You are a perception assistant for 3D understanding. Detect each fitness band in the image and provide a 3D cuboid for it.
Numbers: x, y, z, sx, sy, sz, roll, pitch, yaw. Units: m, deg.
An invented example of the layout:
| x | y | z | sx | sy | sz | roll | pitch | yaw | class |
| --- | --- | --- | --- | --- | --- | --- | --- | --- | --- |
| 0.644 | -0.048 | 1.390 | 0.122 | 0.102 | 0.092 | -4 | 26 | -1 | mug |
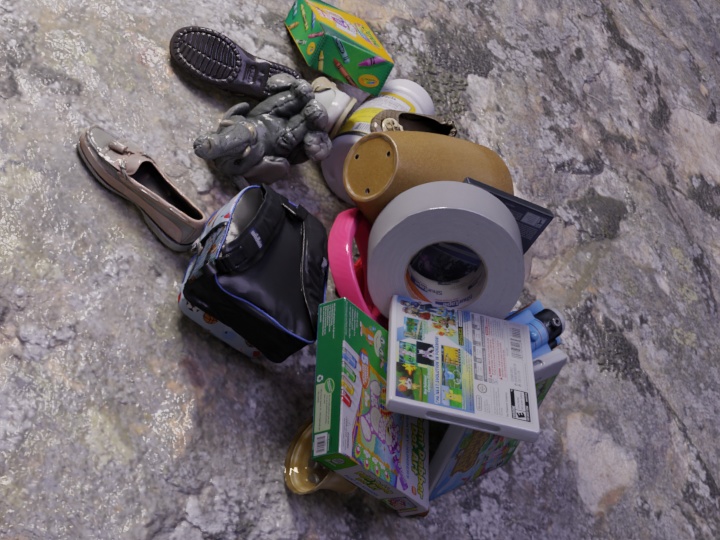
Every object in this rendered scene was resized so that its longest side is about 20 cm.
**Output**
| x | y | z | sx | sy | sz | roll | pitch | yaw | class |
| --- | --- | --- | --- | --- | --- | --- | --- | --- | --- |
| 0.000 | 0.000 | 1.659 | 0.200 | 0.037 | 0.145 | -72 | 147 | -66 | fitness band |

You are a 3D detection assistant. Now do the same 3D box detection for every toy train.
| x | y | z | sx | sy | sz | roll | pitch | yaw | class |
| --- | --- | --- | --- | --- | --- | --- | --- | --- | --- |
| 0.188 | 0.105 | 1.676 | 0.199 | 0.114 | 0.087 | -26 | 90 | -32 | toy train |

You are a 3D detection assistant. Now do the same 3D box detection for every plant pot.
| x | y | z | sx | sy | sz | roll | pitch | yaw | class |
| --- | --- | --- | --- | --- | --- | --- | --- | --- | --- |
| 0.072 | -0.107 | 1.685 | 0.199 | 0.186 | 0.188 | 19 | 48 | -47 | plant pot |

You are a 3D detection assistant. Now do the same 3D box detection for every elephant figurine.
| x | y | z | sx | sy | sz | roll | pitch | yaw | class |
| --- | --- | --- | --- | --- | --- | --- | --- | --- | --- |
| -0.150 | -0.173 | 1.707 | 0.199 | 0.156 | 0.141 | -30 | 42 | -21 | elephant figurine |

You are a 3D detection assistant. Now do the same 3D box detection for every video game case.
| x | y | z | sx | sy | sz | roll | pitch | yaw | class |
| --- | --- | --- | --- | --- | --- | --- | --- | --- | --- |
| 0.168 | 0.200 | 1.632 | 0.181 | 0.201 | 0.022 | -16 | 50 | -43 | video game case |
| 0.141 | -0.023 | 1.665 | 0.142 | 0.201 | 0.019 | 18 | 35 | -29 | video game case |
| 0.121 | 0.114 | 1.525 | 0.180 | 0.022 | 0.201 | 13 | 36 | -6 | video game case |

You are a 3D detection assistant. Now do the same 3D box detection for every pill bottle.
| x | y | z | sx | sy | sz | roll | pitch | yaw | class |
| --- | --- | --- | --- | --- | --- | --- | --- | --- | --- |
| 0.031 | -0.192 | 1.863 | 0.114 | 0.114 | 0.200 | 41 | 44 | -6 | pill bottle |

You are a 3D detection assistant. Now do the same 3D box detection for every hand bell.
| x | y | z | sx | sy | sz | roll | pitch | yaw | class |
| --- | --- | --- | --- | --- | --- | --- | --- | --- | --- |
| 0.013 | 0.261 | 1.561 | 0.199 | 0.104 | 0.105 | 33 | 44 | -32 | hand bell |

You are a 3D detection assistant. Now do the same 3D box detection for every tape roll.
| x | y | z | sx | sy | sz | roll | pitch | yaw | class |
| --- | --- | --- | --- | --- | --- | --- | --- | --- | --- |
| 0.107 | -0.010 | 1.604 | 0.199 | 0.201 | 0.066 | 30 | 29 | -17 | tape roll |

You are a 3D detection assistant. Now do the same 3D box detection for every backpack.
| x | y | z | sx | sy | sz | roll | pitch | yaw | class |
| --- | --- | --- | --- | --- | --- | --- | --- | --- | --- |
| -0.124 | 0.000 | 1.576 | 0.200 | 0.153 | 0.192 | 40 | 48 | -28 | backpack |

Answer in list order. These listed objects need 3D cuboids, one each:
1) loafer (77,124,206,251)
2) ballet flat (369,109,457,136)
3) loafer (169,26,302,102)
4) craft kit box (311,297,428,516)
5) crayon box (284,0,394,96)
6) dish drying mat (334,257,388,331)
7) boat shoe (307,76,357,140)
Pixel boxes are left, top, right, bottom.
| x | y | z | sx | sy | sz | roll | pitch | yaw | class |
| --- | --- | --- | --- | --- | --- | --- | --- | --- | --- |
| -0.270 | -0.115 | 1.606 | 0.200 | 0.063 | 0.072 | 46 | 44 | -2 | loafer |
| 0.080 | -0.196 | 1.795 | 0.199 | 0.046 | 0.068 | -4 | 83 | -55 | ballet flat |
| -0.180 | -0.279 | 1.805 | 0.198 | 0.071 | 0.074 | 25 | 81 | -10 | loafer |
| 0.016 | 0.165 | 1.516 | 0.197 | 0.048 | 0.202 | 42 | 41 | -47 | craft kit box |
| -0.034 | -0.340 | 1.897 | 0.118 | 0.059 | 0.200 | 20 | 22 | -25 | crayon box |
| 0.055 | 0.071 | 1.762 | 0.200 | 0.018 | 0.077 | 44 | 48 | -5 | dish drying mat |
| -0.053 | -0.232 | 1.807 | 0.068 | 0.075 | 0.200 | 35 | 3 | -10 | boat shoe |
